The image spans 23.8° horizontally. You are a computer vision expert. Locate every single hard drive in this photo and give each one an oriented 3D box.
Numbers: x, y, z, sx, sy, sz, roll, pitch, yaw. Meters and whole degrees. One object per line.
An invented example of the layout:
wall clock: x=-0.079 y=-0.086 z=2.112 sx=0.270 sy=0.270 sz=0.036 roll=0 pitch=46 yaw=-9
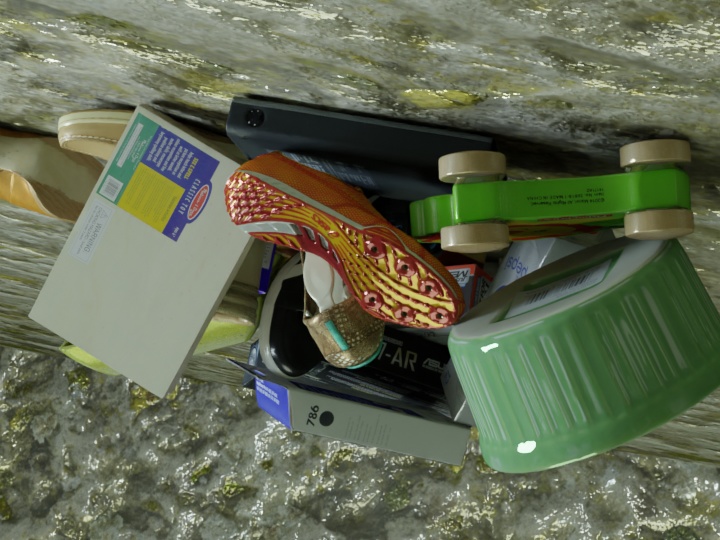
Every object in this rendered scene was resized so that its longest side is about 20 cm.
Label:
hard drive: x=0.009 y=-0.086 z=1.314 sx=0.200 sy=0.033 sz=0.140 roll=10 pitch=170 yaw=11

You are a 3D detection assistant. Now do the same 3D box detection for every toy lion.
toy lion: x=0.134 y=-0.044 z=1.225 sx=0.200 sy=0.069 sz=0.192 roll=-4 pitch=175 yaw=7

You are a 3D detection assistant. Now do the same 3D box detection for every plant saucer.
plant saucer: x=-0.164 y=0.041 z=1.637 sx=0.199 sy=0.048 sz=0.200 roll=-15 pitch=-166 yaw=12

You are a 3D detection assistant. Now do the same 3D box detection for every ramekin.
ramekin: x=0.159 y=0.052 z=1.207 sx=0.200 sy=0.098 sz=0.200 roll=-25 pitch=-172 yaw=4

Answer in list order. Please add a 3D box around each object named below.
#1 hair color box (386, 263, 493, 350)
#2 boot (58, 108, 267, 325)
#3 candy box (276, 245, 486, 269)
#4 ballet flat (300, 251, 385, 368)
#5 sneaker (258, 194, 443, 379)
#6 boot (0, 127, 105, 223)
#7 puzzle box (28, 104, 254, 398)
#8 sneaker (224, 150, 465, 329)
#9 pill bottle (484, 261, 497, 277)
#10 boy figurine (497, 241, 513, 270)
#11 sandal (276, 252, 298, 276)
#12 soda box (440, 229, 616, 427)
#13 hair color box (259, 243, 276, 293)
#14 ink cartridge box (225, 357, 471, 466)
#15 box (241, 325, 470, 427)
hair color box: x=0.106 y=0.066 z=1.570 sx=0.111 sy=0.064 sz=0.200 roll=-5 pitch=153 yaw=34
boot: x=-0.166 y=-0.043 z=1.416 sx=0.200 sy=0.156 sz=0.073 roll=15 pitch=171 yaw=-14
candy box: x=0.005 y=-0.032 z=1.576 sx=0.200 sy=0.057 sz=0.117 roll=6 pitch=169 yaw=42
ballet flat: x=-0.019 y=-0.011 z=1.314 sx=0.070 sy=0.200 sz=0.065 roll=-30 pitch=127 yaw=13
sneaker: x=0.000 y=0.000 z=1.389 sx=0.073 sy=0.200 sz=0.112 roll=44 pitch=153 yaw=-25
boot: x=-0.337 y=-0.100 z=1.608 sx=0.201 sy=0.071 sz=0.144 roll=22 pitch=173 yaw=-33
puzzle box: x=-0.164 y=-0.015 z=1.366 sx=0.133 sy=0.200 sz=0.025 roll=31 pitch=-169 yaw=7
sneaker: x=-0.003 y=-0.030 z=1.244 sx=0.200 sy=0.073 sz=0.077 roll=35 pitch=-141 yaw=12
pill bottle: x=0.105 y=0.043 z=1.744 sx=0.104 sy=0.104 sz=0.200 roll=18 pitch=169 yaw=-32
boy figurine: x=0.190 y=0.009 z=1.554 sx=0.124 sy=0.065 sz=0.200 roll=9 pitch=171 yaw=18
sandal: x=-0.040 y=0.020 z=1.609 sx=0.055 sy=0.082 sz=0.200 roll=32 pitch=-173 yaw=22
soda box: x=0.140 y=0.042 z=1.425 sx=0.068 sy=0.200 sz=0.063 roll=16 pitch=-149 yaw=-20
hair color box: x=-0.155 y=-0.038 z=1.578 sx=0.065 sy=0.110 sz=0.200 roll=19 pitch=168 yaw=-35
ink cartridge box: x=-0.015 y=0.121 z=1.449 sx=0.200 sy=0.039 sz=0.099 roll=16 pitch=-178 yaw=-20
box: x=0.012 y=0.098 z=1.554 sx=0.200 sy=0.044 sz=0.160 roll=20 pitch=156 yaw=-17
